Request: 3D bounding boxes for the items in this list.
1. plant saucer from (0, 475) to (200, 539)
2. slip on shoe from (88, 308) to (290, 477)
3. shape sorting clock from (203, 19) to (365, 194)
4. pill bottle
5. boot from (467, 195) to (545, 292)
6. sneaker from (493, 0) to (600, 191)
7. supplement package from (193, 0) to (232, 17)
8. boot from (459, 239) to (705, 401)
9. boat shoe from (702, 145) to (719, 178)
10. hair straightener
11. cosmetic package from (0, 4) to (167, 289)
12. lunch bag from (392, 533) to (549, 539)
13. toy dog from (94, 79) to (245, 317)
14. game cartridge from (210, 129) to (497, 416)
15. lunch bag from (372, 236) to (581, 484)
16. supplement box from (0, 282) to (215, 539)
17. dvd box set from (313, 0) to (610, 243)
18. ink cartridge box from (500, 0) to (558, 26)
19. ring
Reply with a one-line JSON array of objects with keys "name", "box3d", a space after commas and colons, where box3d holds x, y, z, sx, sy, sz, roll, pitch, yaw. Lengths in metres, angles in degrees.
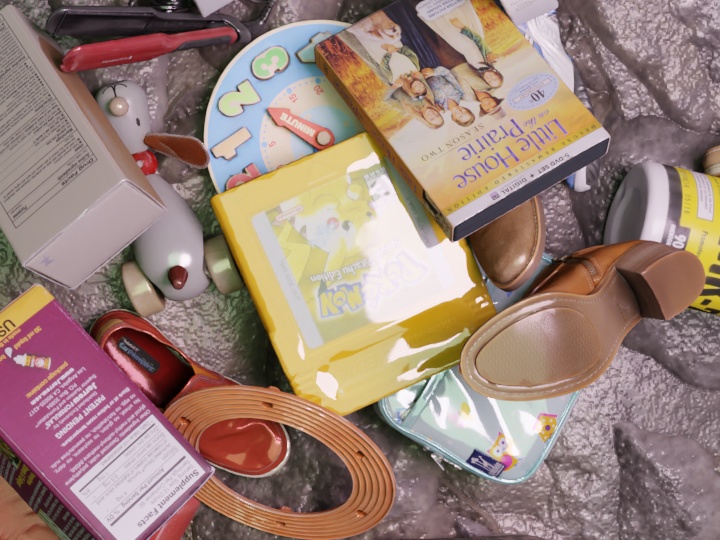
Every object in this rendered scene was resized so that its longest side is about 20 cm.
[{"name": "plant saucer", "box3d": [-0.267, 0.234, 1.045, 0.199, 0.037, 0.200, 30, 91, -7]}, {"name": "slip on shoe", "box3d": [-0.143, 0.107, 1.037, 0.200, 0.061, 0.074, 40, 88, -9]}, {"name": "shape sorting clock", "box3d": [-0.031, -0.110, 1.045, 0.200, 0.039, 0.200, 0, 94, -6]}, {"name": "pill bottle", "box3d": [0.316, -0.017, 1.049, 0.200, 0.114, 0.114, 12, 92, -6]}, {"name": "boot", "box3d": [0.090, -0.066, 0.987, 0.075, 0.200, 0.074, 26, 125, -33]}, {"name": "sneaker", "box3d": [0.144, -0.156, 1.049, 0.077, 0.076, 0.200, -23, 86, 2]}, {"name": "supplement package", "box3d": [-0.091, -0.343, 0.944, 0.200, 0.147, 0.191, -31, 76, -3]}, {"name": "boot", "box3d": [0.144, 0.036, 0.937, 0.200, 0.155, 0.074, -21, 98, -15]}, {"name": "boat shoe", "box3d": [0.381, -0.132, 1.076, 0.200, 0.074, 0.066, -21, 83, -6]}, {"name": "hair straightener", "box3d": [-0.156, -0.210, 0.990, 0.200, 0.041, 0.077, -17, 77, -31]}, {"name": "cosmetic package", "box3d": [-0.246, -0.096, 0.958, 0.105, 0.071, 0.200, -38, 65, 6]}, {"name": "lunch bag", "box3d": [0.109, 0.280, 1.022, 0.200, 0.164, 0.118, -3, 88, -5]}, {"name": "toy dog", "box3d": [-0.170, -0.051, 1.006, 0.132, 0.096, 0.200, -41, 97, -2]}, {"name": "game cartridge", "box3d": [0.000, 0.000, 0.987, 0.176, 0.032, 0.200, -24, 89, -6]}, {"name": "lunch bag", "box3d": [0.106, 0.073, 1.049, 0.160, 0.077, 0.200, 30, 85, -7]}, {"name": "supplement box", "box3d": [-0.226, 0.128, 0.969, 0.200, 0.131, 0.103, 47, 62, 1]}, {"name": "dvd box set", "box3d": [0.076, -0.133, 0.968, 0.146, 0.029, 0.200, -29, 65, -11]}, {"name": "ink cartridge box", "box3d": [0.085, -0.307, 0.950, 0.044, 0.174, 0.200, -22, 76, 12]}, {"name": "ring", "box3d": [-0.068, 0.154, 1.007, 0.200, 0.200, 0.019, 25, 47, -7]}]
